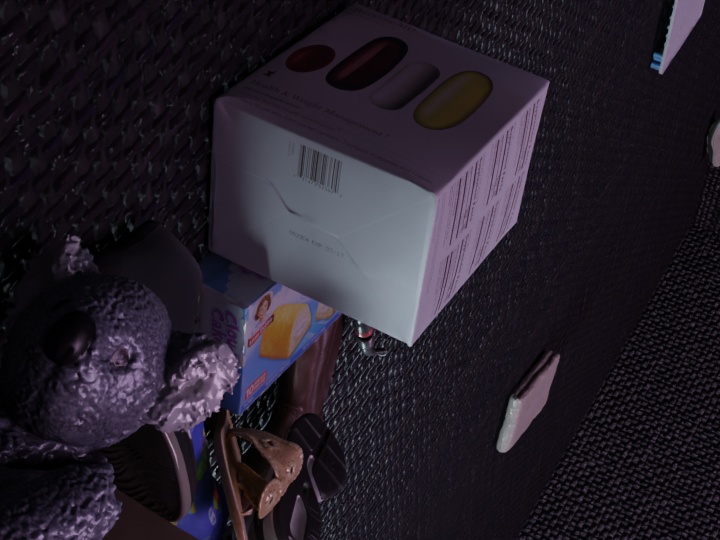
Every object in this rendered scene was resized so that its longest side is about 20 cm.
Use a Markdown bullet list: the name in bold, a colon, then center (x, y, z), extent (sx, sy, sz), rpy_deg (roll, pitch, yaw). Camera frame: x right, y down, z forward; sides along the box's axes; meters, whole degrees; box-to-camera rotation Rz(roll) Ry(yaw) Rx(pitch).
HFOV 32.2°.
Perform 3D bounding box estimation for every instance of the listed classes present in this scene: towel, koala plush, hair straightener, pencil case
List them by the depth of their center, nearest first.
- **koala plush**: center (-0.184, 0.080, 0.726), extent (0.200, 0.177, 0.184), rpy_deg (-55, 169, -27)
- **pencil case**: center (-0.154, 0.157, 0.998), extent (0.200, 0.078, 0.087), rpy_deg (85, 20, -53)
- **hair straightener**: center (0.000, 0.000, 1.211), extent (0.077, 0.041, 0.201), rpy_deg (-102, 178, -55)
- **towel**: center (0.319, 0.246, 2.380), extent (0.200, 0.034, 0.133), rpy_deg (-39, 146, -50)

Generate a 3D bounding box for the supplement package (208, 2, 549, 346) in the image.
- **supplement package**: center (0.015, -0.083, 0.984), extent (0.200, 0.190, 0.148), rpy_deg (-45, 153, -45)

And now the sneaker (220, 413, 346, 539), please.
- **sneaker**: center (-0.085, 0.207, 1.109), extent (0.115, 0.076, 0.201), rpy_deg (-32, -166, 22)

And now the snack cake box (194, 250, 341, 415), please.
- **snack cake box**: center (-0.071, 0.015, 1.063), extent (0.200, 0.067, 0.116), rpy_deg (-43, 152, -47)

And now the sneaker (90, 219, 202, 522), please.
- **sneaker**: center (-0.137, 0.070, 0.869), extent (0.106, 0.074, 0.201), rpy_deg (-43, 127, -50)

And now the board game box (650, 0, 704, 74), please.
- **board game box**: center (0.577, -0.482, 2.209), extent (0.200, 0.026, 0.201), rpy_deg (-52, 156, -33)

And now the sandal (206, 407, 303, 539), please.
- **sandal**: center (-0.083, 0.152, 1.021), extent (0.212, 0.069, 0.078), rpy_deg (-125, -159, -67)

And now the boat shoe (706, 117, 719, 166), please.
- **boat shoe**: center (0.925, -0.346, 3.234), extent (0.067, 0.057, 0.200), rpy_deg (-25, 148, -4)

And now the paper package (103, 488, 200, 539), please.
- **paper package**: center (-0.198, 0.249, 0.826), extent (0.200, 0.190, 0.104), rpy_deg (-48, 154, -38)

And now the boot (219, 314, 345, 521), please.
- **boot**: center (-0.071, 0.121, 1.191), extent (0.186, 0.064, 0.201), rpy_deg (-49, 158, -62)
